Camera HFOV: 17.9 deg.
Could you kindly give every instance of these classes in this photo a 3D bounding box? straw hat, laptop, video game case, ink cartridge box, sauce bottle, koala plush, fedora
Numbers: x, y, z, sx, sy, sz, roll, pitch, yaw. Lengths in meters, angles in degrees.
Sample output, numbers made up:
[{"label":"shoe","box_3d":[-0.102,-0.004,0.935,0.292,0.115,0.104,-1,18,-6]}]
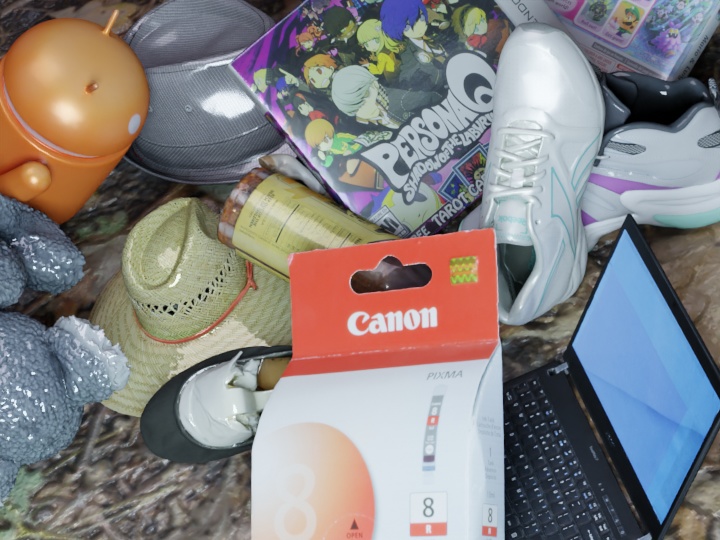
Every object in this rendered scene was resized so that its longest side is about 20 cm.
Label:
[{"label":"straw hat","box_3d":[-0.122,0.001,1.594,0.201,0.085,0.201,-13,42,13]},{"label":"laptop","box_3d":[0.112,0.091,1.378,0.200,0.103,0.177,-23,41,1]},{"label":"video game case","box_3d":[0.040,-0.133,1.566,0.200,0.181,0.036,-39,4,-4]},{"label":"ink cartridge box","box_3d":[0.009,0.079,1.381,0.162,0.050,0.200,-7,82,35]},{"label":"sauce bottle","box_3d":[0.000,0.000,1.523,0.200,0.066,0.066,30,61,17]},{"label":"koala plush","box_3d":[-0.260,0.055,1.555,0.177,0.184,0.200,-39,64,2]},{"label":"fedora","box_3d":[-0.110,-0.151,1.744,0.200,0.090,0.177,8,50,31]},{"label":"video game case","box_3d":[0.159,-0.195,1.632,0.200,0.024,0.182,31,90,30]}]

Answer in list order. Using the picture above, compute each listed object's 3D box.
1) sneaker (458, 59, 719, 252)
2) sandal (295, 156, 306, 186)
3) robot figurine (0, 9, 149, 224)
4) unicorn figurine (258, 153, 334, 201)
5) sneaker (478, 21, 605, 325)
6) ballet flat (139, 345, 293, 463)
[{"label":"sneaker","box_3d":[0.148,-0.082,1.512,0.200,0.140,0.078,-17,42,7]},{"label":"sandal","box_3d":[0.019,-0.114,1.681,0.200,0.043,0.076,-41,44,-19]},{"label":"robot figurine","box_3d":[-0.229,-0.107,1.691,0.144,0.200,0.117,-21,72,-43]},{"label":"unicorn figurine","box_3d":[-0.008,-0.113,1.617,0.137,0.200,0.074,-2,2,-7]},{"label":"sneaker","box_3d":[0.111,-0.057,1.453,0.070,0.201,0.080,9,25,24]},{"label":"ballet flat","box_3d":[-0.057,0.077,1.486,0.200,0.068,0.068,-16,81,10]}]
